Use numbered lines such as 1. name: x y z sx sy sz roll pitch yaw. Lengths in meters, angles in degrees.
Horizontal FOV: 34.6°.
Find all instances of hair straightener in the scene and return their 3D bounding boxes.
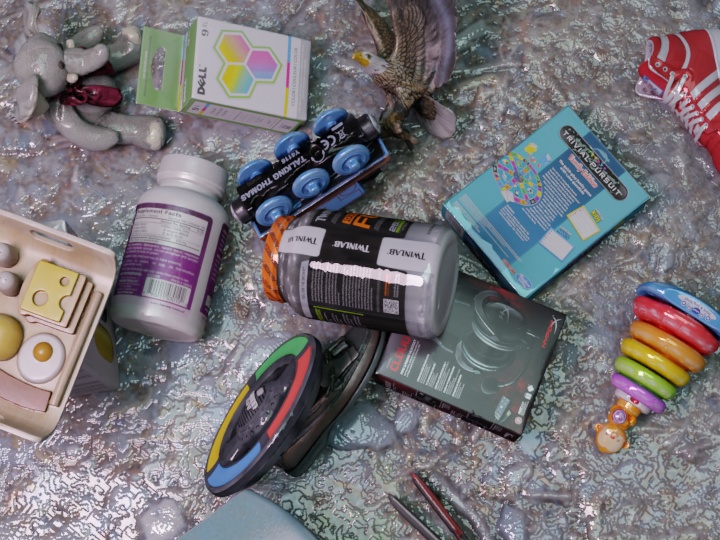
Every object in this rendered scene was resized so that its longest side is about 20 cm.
1. hair straightener: 0.095 0.326 1.285 0.077 0.041 0.201 -38 82 -9

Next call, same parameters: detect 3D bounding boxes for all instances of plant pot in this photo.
1. plant pot: -0.103 0.348 1.204 0.195 0.196 0.201 -35 71 -8

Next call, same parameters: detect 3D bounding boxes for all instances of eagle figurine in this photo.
1. eagle figurine: 0.043 -0.254 1.374 0.150 0.151 0.203 5 82 13

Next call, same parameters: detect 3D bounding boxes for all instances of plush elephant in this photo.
1. plush elephant: -0.344 -0.231 1.371 0.197 0.155 0.167 -8 75 -2

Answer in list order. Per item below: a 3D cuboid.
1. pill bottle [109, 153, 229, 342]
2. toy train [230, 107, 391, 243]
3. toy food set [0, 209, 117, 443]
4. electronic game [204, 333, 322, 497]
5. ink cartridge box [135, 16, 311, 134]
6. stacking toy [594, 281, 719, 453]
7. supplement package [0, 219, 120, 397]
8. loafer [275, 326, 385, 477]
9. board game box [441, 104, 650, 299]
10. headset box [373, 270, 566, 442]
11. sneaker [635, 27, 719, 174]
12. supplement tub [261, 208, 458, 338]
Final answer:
1. pill bottle: -0.215 -0.027 1.340 0.111 0.112 0.202 11 75 4
2. toy train: -0.054 -0.106 1.338 0.199 0.114 0.087 -33 61 7
3. toy food set: -0.341 0.051 1.139 0.142 0.060 0.202 19 77 5
4. electronic game: -0.106 0.155 1.253 0.041 0.200 0.201 36 77 -17
5. ink cartridge box: -0.161 -0.237 1.383 0.198 0.059 0.105 9 74 -22
6. stacking toy: 0.324 0.119 1.310 0.115 0.110 0.201 32 89 6
7. supplement package: -0.365 0.055 1.273 0.149 0.200 0.154 -9 75 -2
8. loafer: -0.044 0.136 1.291 0.063 0.072 0.201 30 93 -24
9. board game box: 0.219 -0.076 1.379 0.199 0.047 0.151 -38 78 -9
10. headset box: 0.115 0.086 1.323 0.198 0.077 0.150 23 77 5
11. sneaker: 0.396 -0.200 1.397 0.111 0.071 0.202 -3 68 -4
12. supplement tub: 0.000 0.000 1.258 0.198 0.123 0.124 9 75 16
